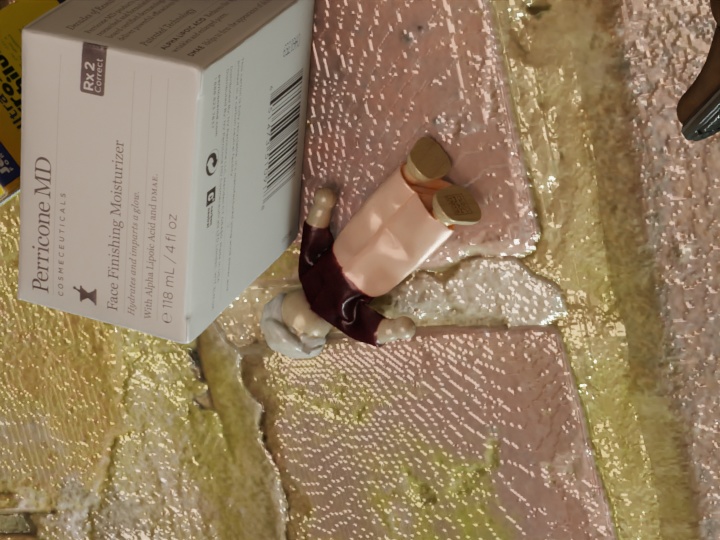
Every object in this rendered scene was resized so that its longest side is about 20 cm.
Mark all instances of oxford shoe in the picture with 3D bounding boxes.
[{"bbox_3d":[0.249,-0.169,1.475,0.084,0.073,0.200,43,121,20],"label":"oxford shoe"}]

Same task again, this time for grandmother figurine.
[{"bbox_3d":[0.000,0.000,1.660,0.200,0.060,0.122,-41,65,35],"label":"grandmother figurine"}]

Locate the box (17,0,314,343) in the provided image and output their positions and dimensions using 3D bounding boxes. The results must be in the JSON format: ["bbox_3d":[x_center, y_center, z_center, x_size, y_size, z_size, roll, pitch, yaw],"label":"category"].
[{"bbox_3d":[-0.129,-0.089,1.590,0.130,0.200,0.200,13,117,17],"label":"box"}]

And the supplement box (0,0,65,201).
[{"bbox_3d":[-0.262,-0.104,1.641,0.109,0.200,0.110,-34,96,31],"label":"supplement box"}]
